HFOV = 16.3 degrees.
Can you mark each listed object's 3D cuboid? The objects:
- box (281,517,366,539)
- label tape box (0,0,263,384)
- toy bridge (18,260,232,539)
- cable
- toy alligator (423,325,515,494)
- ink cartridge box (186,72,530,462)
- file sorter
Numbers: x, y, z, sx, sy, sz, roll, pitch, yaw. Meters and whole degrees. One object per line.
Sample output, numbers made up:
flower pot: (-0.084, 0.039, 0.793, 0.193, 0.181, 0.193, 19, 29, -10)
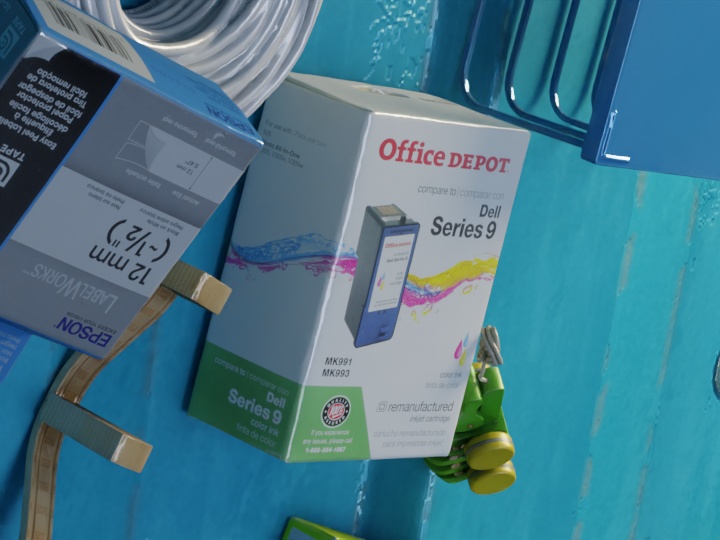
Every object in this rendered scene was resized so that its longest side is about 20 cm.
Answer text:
box: (0.013, 0.235, 1.551, 0.199, 0.048, 0.123, 25, 88, -44)
label tape box: (-0.161, -0.022, 1.176, 0.143, 0.066, 0.201, 25, 106, -42)
toy bridge: (-0.139, 0.084, 1.305, 0.027, 0.067, 0.201, 29, 87, -51)
cable: (-0.097, -0.160, 1.238, 0.201, 0.069, 0.200, -54, 140, -14)
toy alligator: (0.061, 0.088, 1.524, 0.054, 0.060, 0.200, -14, 152, -2)
ink cartridge box: (0.000, 0.000, 1.410, 0.145, 0.087, 0.202, 4, 103, -49)
file sorter: (0.172, -0.139, 1.512, 0.199, 0.122, 0.140, 4, 104, -50)
